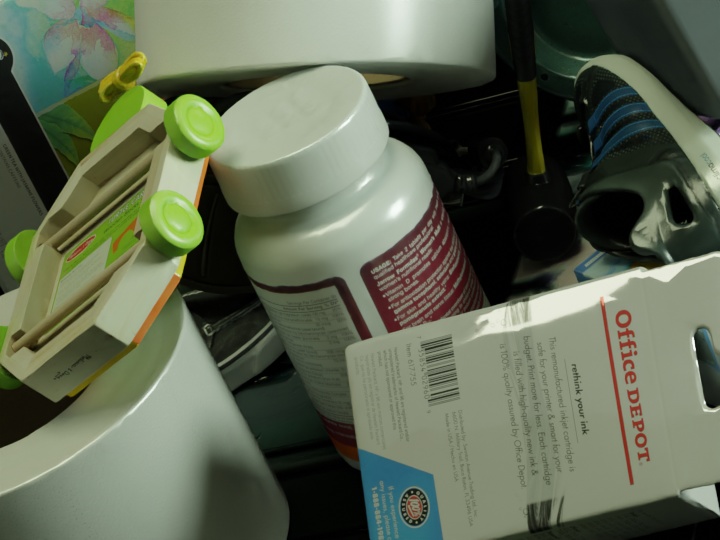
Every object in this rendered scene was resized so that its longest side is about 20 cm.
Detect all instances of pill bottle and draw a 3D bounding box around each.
[{"bbox_3d":[0.000,0.000,1.564,0.109,0.201,0.110,-19,29,11],"label":"pill bottle"}]

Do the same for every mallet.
[{"bbox_3d":[0.092,-0.107,1.675,0.041,0.201,0.066,-8,24,1],"label":"mallet"}]

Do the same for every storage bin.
[{"bbox_3d":[0.207,-0.139,1.543,0.134,0.146,0.200,-32,9,-4],"label":"storage bin"}]

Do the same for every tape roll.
[{"bbox_3d":[-0.026,-0.136,1.643,0.201,0.071,0.202,-2,-2,0],"label":"tape roll"},{"bbox_3d":[-0.154,0.113,1.569,0.202,0.140,0.203,-20,29,11],"label":"tape roll"}]

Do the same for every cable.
[{"bbox_3d":[-0.016,-0.076,1.674,0.199,0.051,0.163,8,8,-1],"label":"cable"}]

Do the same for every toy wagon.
[{"bbox_3d":[-0.125,-0.029,1.521,0.155,0.040,0.201,-36,30,38],"label":"toy wagon"}]

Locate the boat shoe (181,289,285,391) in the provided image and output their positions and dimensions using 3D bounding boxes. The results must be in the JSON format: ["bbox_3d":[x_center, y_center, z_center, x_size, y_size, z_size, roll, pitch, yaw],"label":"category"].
[{"bbox_3d":[-0.118,0.042,1.728,0.199,0.068,0.074,-30,29,-11],"label":"boat shoe"}]

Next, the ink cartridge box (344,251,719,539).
[{"bbox_3d":[0.101,0.073,1.446,0.199,0.068,0.117,-15,70,20],"label":"ink cartridge box"}]

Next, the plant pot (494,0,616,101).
[{"bbox_3d":[0.140,-0.177,1.721,0.199,0.201,0.134,-13,21,24],"label":"plant pot"}]

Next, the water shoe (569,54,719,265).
[{"bbox_3d":[0.136,-0.053,1.537,0.079,0.072,0.200,-32,26,-5],"label":"water shoe"}]

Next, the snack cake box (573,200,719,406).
[{"bbox_3d":[0.225,-0.018,1.551,0.200,0.067,0.115,-37,29,-19],"label":"snack cake box"}]

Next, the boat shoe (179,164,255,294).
[{"bbox_3d":[-0.054,-0.030,1.737,0.199,0.072,0.068,8,24,-17],"label":"boat shoe"}]

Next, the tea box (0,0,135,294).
[{"bbox_3d":[-0.187,-0.115,1.908,0.196,0.201,0.134,-30,28,-5],"label":"tea box"}]

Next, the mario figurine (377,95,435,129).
[{"bbox_3d":[-0.050,-0.064,1.800,0.199,0.124,0.106,-14,14,-7],"label":"mario figurine"}]

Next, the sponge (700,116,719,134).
[{"bbox_3d":[0.222,-0.099,1.683,0.200,0.030,0.111,-43,8,-28],"label":"sponge"}]
